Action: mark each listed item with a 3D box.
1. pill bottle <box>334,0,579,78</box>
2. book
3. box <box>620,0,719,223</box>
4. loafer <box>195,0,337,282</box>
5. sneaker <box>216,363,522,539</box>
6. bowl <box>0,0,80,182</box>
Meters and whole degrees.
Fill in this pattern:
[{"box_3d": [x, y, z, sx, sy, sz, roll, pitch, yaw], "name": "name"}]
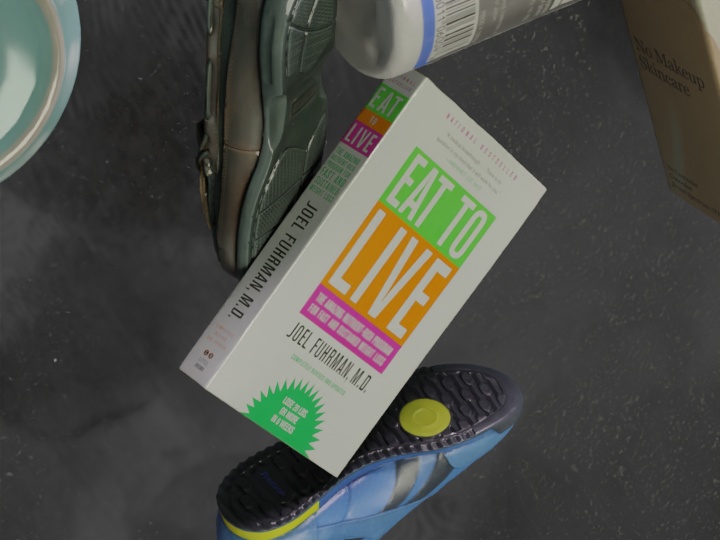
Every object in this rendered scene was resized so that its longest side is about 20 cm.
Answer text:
[{"box_3d": [0.075, -0.185, 1.338, 0.199, 0.114, 0.114, -24, 125, -22], "name": "pill bottle"}, {"box_3d": [0.000, 0.000, 1.402, 0.201, 0.048, 0.134, -55, 141, -2], "name": "book"}, {"box_3d": [0.210, -0.126, 1.474, 0.077, 0.095, 0.201, -32, 126, -15], "name": "box"}, {"box_3d": [-0.056, -0.085, 1.346, 0.072, 0.063, 0.201, -40, 149, -46], "name": "loafer"}, {"box_3d": [0.005, 0.121, 1.489, 0.199, 0.066, 0.079, -27, 137, -19], "name": "sneaker"}, {"box_3d": [-0.208, -0.109, 1.194, 0.200, 0.105, 0.202, -16, 121, -28], "name": "bowl"}]
